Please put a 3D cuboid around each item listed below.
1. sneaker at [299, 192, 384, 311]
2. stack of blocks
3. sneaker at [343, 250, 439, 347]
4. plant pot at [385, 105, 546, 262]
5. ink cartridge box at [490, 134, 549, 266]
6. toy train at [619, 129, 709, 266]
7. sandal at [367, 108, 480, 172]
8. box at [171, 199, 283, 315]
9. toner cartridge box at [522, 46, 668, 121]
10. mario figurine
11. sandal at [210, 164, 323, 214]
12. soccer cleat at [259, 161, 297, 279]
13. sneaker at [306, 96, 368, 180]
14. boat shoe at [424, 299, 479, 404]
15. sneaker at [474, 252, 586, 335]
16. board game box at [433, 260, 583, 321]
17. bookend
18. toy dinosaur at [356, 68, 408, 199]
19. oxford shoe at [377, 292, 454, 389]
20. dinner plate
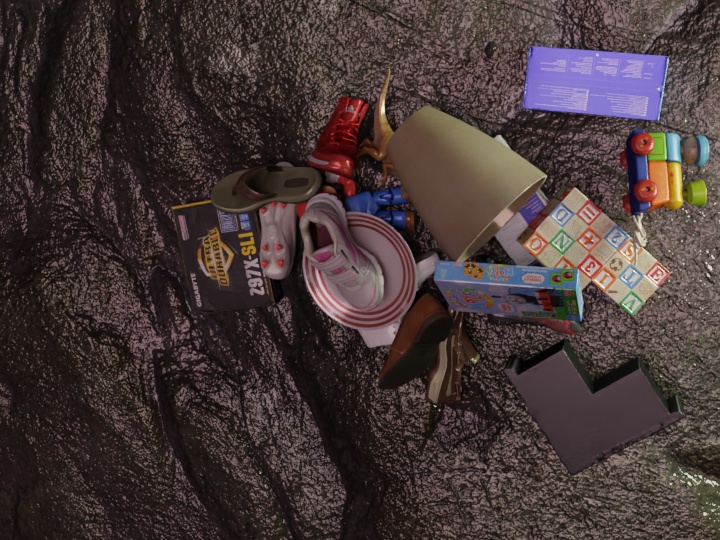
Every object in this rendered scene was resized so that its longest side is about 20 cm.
[{"bbox_3d":[-0.039,-0.018,1.353,0.081,0.088,0.200,-30,95,29],"label":"sneaker"},{"bbox_3d":[0.350,-0.021,1.317,0.200,0.059,0.115,40,97,-7],"label":"stack of blocks"},{"bbox_3d":[0.071,0.055,1.449,0.200,0.074,0.116,-31,93,29],"label":"sneaker"},{"bbox_3d":[0.139,-0.143,1.290,0.200,0.187,0.187,47,110,9],"label":"plant pot"},{"bbox_3d":[0.238,-0.106,1.378,0.099,0.039,0.200,-35,88,20],"label":"ink cartridge box"},{"bbox_3d":[0.449,-0.105,1.270,0.116,0.085,0.200,-1,79,4],"label":"toy train"},{"bbox_3d":[0.103,-0.208,1.401,0.200,0.045,0.075,-13,92,33],"label":"sandal"},{"bbox_3d":[-0.233,-0.029,1.533,0.160,0.049,0.200,-8,98,16],"label":"box"},{"bbox_3d":[0.350,-0.280,1.306,0.200,0.043,0.095,9,104,15],"label":"toner cartridge box"},{"bbox_3d":[-0.006,-0.104,1.446,0.200,0.124,0.106,1,143,9],"label":"mario figurine"},{"bbox_3d":[-0.158,-0.144,1.423,0.201,0.057,0.080,-7,66,23],"label":"sandal"},{"bbox_3d":[-0.138,-0.083,1.485,0.069,0.078,0.200,3,82,10],"label":"soccer cleat"},{"bbox_3d":[-0.032,-0.215,1.359,0.078,0.200,0.116,17,103,-16],"label":"sneaker"},{"bbox_3d":[0.160,0.129,1.435,0.075,0.075,0.203,12,116,6],"label":"boat shoe"},{"bbox_3d":[0.257,0.057,1.388,0.200,0.071,0.098,30,108,11],"label":"sneaker"},{"bbox_3d":[0.221,0.030,1.280,0.200,0.151,0.037,5,72,19],"label":"board game box"},{"bbox_3d":[0.364,0.181,1.369,0.199,0.092,0.200,-34,88,18],"label":"bookend"},{"bbox_3d":[0.037,-0.204,1.394,0.106,0.060,0.200,-19,87,19],"label":"toy dinosaur"},{"bbox_3d":[0.081,0.117,1.408,0.200,0.071,0.071,-57,43,33],"label":"oxford shoe"},{"bbox_3d":[0.000,0.000,1.406,0.200,0.024,0.200,8,112,20],"label":"dinner plate"}]
